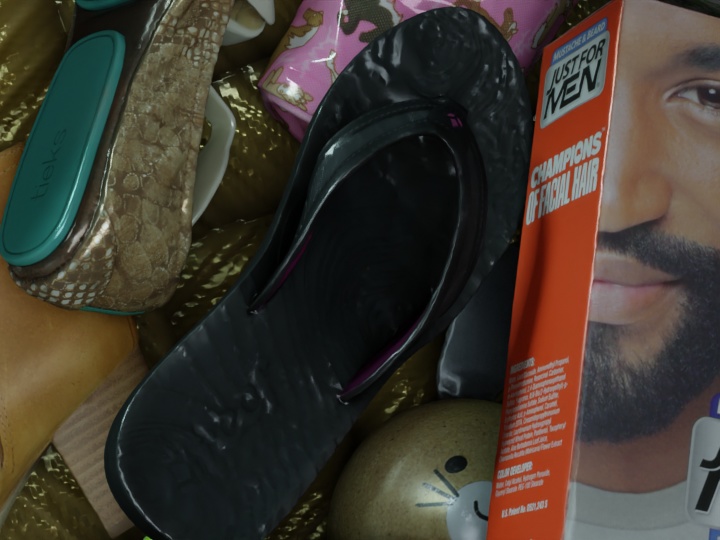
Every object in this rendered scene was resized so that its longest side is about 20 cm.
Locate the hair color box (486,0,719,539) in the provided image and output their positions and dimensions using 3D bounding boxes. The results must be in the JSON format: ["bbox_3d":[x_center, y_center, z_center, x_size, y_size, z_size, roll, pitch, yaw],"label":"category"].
[{"bbox_3d":[0.106,0.028,0.697,0.111,0.064,0.201,12,74,-17],"label":"hair color box"}]

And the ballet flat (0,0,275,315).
[{"bbox_3d":[-0.066,-0.076,0.763,0.065,0.070,0.201,30,69,-39],"label":"ballet flat"}]

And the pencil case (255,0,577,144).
[{"bbox_3d":[0.045,-0.114,0.778,0.086,0.083,0.200,32,86,16],"label":"pencil case"}]

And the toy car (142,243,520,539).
[{"bbox_3d":[0.032,0.093,0.761,0.164,0.158,0.200,41,74,0],"label":"toy car"}]

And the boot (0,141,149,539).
[{"bbox_3d":[-0.167,0.057,0.759,0.201,0.071,0.144,-32,92,-11],"label":"boot"}]

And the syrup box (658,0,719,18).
[{"bbox_3d":[0.124,-0.118,0.734,0.079,0.200,0.082,30,90,33],"label":"syrup box"}]

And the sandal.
[{"bbox_3d":[0.001,0.001,0.688,0.075,0.048,0.201,38,67,-12],"label":"sandal"}]
